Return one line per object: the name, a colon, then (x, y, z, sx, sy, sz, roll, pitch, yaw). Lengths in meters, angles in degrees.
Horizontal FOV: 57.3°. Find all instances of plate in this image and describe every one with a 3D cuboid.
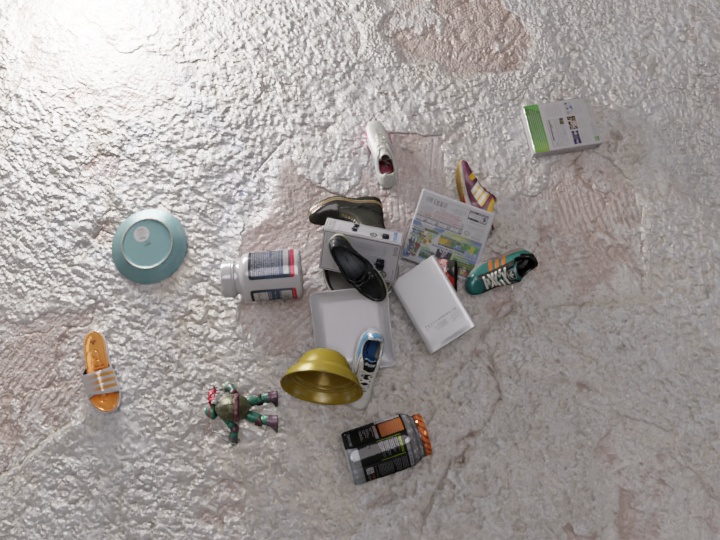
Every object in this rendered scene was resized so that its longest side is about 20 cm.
plate: (-0.020, 0.145, 1.629, 0.194, 0.032, 0.205, -7, 91, -2)
plate: (-0.548, -0.067, 1.703, 0.195, 0.026, 0.205, 0, 75, -1)

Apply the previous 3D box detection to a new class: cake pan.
cake pan: (0.000, 0.000, 1.691, 0.195, 0.037, 0.205, 0, 73, -1)

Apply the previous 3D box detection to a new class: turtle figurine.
turtle figurine: (-0.292, 0.335, 1.559, 0.195, 0.101, 0.153, 0, 73, -7)

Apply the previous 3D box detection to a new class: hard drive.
hard drive: (0.177, 0.084, 1.617, 0.130, 0.026, 0.203, -32, 75, 9)

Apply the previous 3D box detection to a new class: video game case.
video game case: (0.224, -0.090, 1.696, 0.196, 0.022, 0.186, 19, 98, 4)

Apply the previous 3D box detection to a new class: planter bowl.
planter bowl: (-0.086, 0.239, 1.548, 0.195, 0.202, 0.085, 7, 57, 1)

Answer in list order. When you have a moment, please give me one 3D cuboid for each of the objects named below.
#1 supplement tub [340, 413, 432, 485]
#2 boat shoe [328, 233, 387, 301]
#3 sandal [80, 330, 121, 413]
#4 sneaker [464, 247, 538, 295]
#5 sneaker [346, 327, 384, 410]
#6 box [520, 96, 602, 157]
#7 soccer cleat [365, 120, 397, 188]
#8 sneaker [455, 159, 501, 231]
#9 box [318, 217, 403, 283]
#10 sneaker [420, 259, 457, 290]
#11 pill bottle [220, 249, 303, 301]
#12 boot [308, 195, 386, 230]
supplement tub: (0.060, 0.409, 1.529, 0.196, 0.123, 0.125, -16, 74, -6)
boat shoe: (-0.006, 0.003, 1.565, 0.074, 0.066, 0.201, -32, 104, 11)
sandal: (-0.640, 0.243, 1.592, 0.078, 0.059, 0.211, -19, 75, -7)
sneaker: (0.357, 0.005, 1.666, 0.197, 0.080, 0.073, -29, 109, -10)
sneaker: (0.011, 0.240, 1.581, 0.070, 0.073, 0.205, 10, 98, -8)
box: (0.553, -0.397, 1.823, 0.195, 0.036, 0.148, -8, 74, -5)
soccer cleat: (0.061, -0.322, 1.761, 0.068, 0.087, 0.204, -13, 74, -5)
sneaker: (0.310, -0.198, 1.741, 0.088, 0.075, 0.205, -12, 83, -3)
box: (0.001, -0.050, 1.621, 0.195, 0.119, 0.061, 10, 33, 2)
sneaker: (0.187, 0.074, 1.665, 0.105, 0.067, 0.207, 1, 85, 18)
pill bottle: (-0.243, 0.014, 1.638, 0.195, 0.120, 0.123, -4, 73, -3)
boot: (-0.031, -0.123, 1.675, 0.195, 0.079, 0.140, -11, 42, -3)
